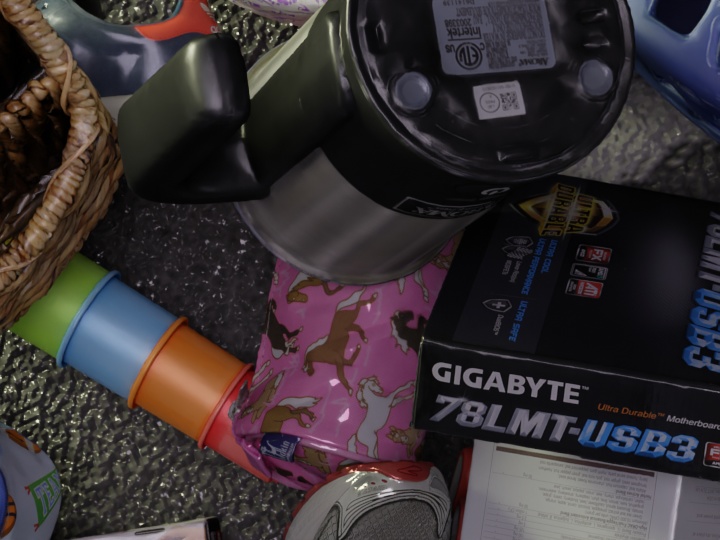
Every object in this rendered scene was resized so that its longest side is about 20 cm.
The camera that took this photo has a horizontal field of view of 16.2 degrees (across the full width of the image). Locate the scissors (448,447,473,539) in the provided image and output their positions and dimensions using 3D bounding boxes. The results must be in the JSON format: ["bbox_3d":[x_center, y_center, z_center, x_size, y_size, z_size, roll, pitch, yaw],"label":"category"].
[{"bbox_3d":[0.033,0.180,1.180,0.014,0.073,0.201,10,112,-5],"label":"scissors"}]

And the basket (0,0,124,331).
[{"bbox_3d":[-0.208,-0.038,1.080,0.200,0.149,0.143,-39,76,-6],"label":"basket"}]

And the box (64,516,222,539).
[{"bbox_3d":[-0.108,0.223,1.191,0.109,0.035,0.201,-8,86,7],"label":"box"}]

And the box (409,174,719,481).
[{"bbox_3d":[0.136,0.023,1.090,0.197,0.200,0.050,9,115,10],"label":"box"}]

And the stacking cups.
[{"bbox_3d":[-0.114,0.033,1.189,0.199,0.061,0.061,32,91,8],"label":"stacking cups"}]

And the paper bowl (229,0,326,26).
[{"bbox_3d":[-0.011,-0.212,1.169,0.199,0.104,0.202,0,86,7],"label":"paper bowl"}]

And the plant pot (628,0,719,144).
[{"bbox_3d":[0.176,-0.152,1.100,0.179,0.200,0.201,25,90,15],"label":"plant pot"}]

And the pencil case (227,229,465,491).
[{"bbox_3d":[0.000,0.000,1.149,0.086,0.083,0.201,21,72,-30],"label":"pencil case"}]

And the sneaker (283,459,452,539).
[{"bbox_3d":[0.005,0.171,1.117,0.077,0.082,0.201,-1,121,-21],"label":"sneaker"}]

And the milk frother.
[{"bbox_3d":[-0.001,-0.116,1.031,0.179,0.188,0.201,12,74,-16],"label":"milk frother"}]

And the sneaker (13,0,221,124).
[{"bbox_3d":[-0.160,-0.097,1.203,0.199,0.075,0.085,-4,83,0],"label":"sneaker"}]

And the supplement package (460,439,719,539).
[{"bbox_3d":[0.110,0.172,1.109,0.113,0.109,0.201,7,88,39],"label":"supplement package"}]

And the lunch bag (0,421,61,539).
[{"bbox_3d":[-0.242,0.120,1.177,0.199,0.075,0.161,30,100,21],"label":"lunch bag"}]
